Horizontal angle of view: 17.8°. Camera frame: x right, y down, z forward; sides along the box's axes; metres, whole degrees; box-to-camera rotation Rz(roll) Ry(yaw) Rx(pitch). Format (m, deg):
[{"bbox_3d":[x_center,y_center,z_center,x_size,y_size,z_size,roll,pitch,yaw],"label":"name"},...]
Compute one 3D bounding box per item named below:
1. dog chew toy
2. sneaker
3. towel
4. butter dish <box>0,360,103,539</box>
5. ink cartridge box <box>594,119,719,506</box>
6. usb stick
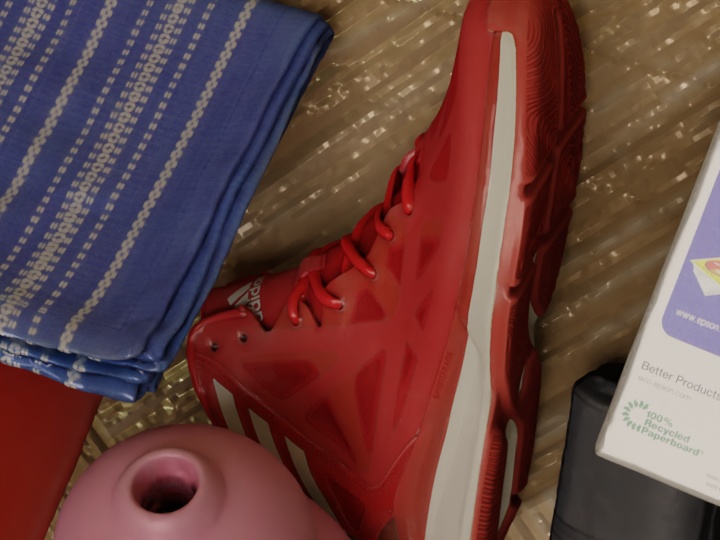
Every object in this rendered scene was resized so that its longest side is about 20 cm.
[{"bbox_3d":[-0.047,0.120,0.719,0.124,0.125,0.201,13,145,16],"label":"dog chew toy"},{"bbox_3d":[0.000,0.000,0.706,0.115,0.078,0.201,13,115,14],"label":"sneaker"},{"bbox_3d":[-0.123,-0.050,0.704,0.199,0.145,0.024,18,152,14],"label":"towel"},{"bbox_3d":[-0.170,0.042,0.752,0.198,0.201,0.148,12,148,9],"label":"butter dish"},{"bbox_3d":[0.146,-0.022,0.648,0.099,0.039,0.201,23,107,10],"label":"ink cartridge box"},{"bbox_3d":[0.083,0.123,0.750,0.055,0.033,0.201,14,116,15],"label":"usb stick"}]
